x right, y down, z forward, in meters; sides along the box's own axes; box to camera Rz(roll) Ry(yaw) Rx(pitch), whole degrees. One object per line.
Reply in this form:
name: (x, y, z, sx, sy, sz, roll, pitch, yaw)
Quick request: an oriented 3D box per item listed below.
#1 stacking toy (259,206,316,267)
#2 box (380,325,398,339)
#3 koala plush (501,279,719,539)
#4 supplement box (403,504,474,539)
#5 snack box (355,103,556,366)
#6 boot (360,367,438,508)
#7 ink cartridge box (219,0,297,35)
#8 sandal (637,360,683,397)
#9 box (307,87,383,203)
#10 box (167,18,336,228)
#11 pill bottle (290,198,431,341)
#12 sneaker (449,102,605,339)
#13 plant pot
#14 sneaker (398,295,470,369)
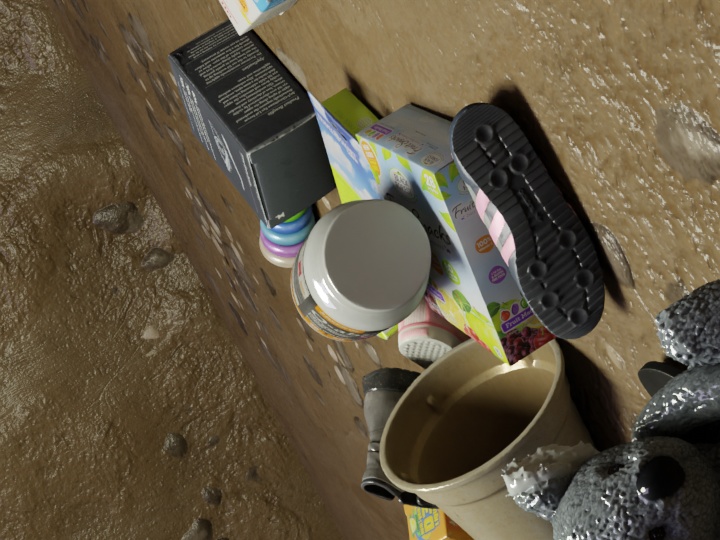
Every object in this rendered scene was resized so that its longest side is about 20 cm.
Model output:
stacking toy: (-0.097, -0.095, 1.728, 0.086, 0.085, 0.201, 50, 157, 30)
box: (0.001, 0.016, 1.521, 0.122, 0.048, 0.200, 50, 176, -1)
koala plush: (0.208, 0.144, 0.855, 0.178, 0.199, 0.184, 52, 165, 22)
supplement box: (0.143, 0.280, 1.400, 0.069, 0.198, 0.067, -41, 45, 41)
snack box: (0.087, -0.036, 1.185, 0.168, 0.067, 0.202, 36, 152, 62)
boot: (0.085, 0.180, 1.338, 0.070, 0.197, 0.134, 140, 133, -57)
ink cartridge box: (-0.112, -0.308, 1.309, 0.116, 0.067, 0.200, 60, 167, -6)
sandal: (0.270, 0.156, 0.989, 0.201, 0.045, 0.075, 57, 167, 9)
box: (0.013, -0.094, 1.365, 0.122, 0.047, 0.201, 48, 164, 39)
box: (-0.129, -0.177, 1.577, 0.200, 0.104, 0.149, 50, 164, 30)
pill bottle: (0.000, 0.000, 1.191, 0.117, 0.116, 0.200, 58, 170, 2)
sneaker: (0.133, -0.043, 1.042, 0.202, 0.069, 0.082, 64, -177, -9)
plant pot: (0.148, 0.188, 1.242, 0.184, 0.200, 0.200, 52, 170, -24)
sneaker: (0.098, 0.065, 1.381, 0.200, 0.074, 0.106, 44, -141, -51)
